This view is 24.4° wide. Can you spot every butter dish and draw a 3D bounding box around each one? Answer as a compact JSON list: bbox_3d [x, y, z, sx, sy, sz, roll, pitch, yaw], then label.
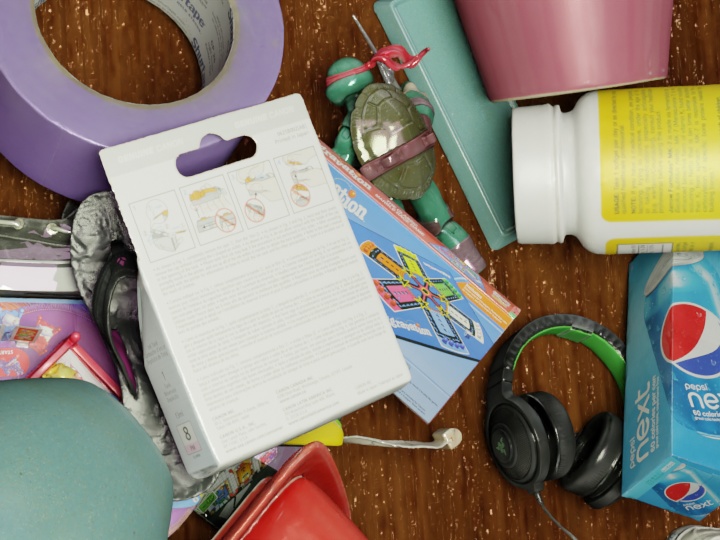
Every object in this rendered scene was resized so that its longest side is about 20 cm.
[{"bbox_3d":[-0.035,0.236,1.023,0.147,0.200,0.200,34,72,20],"label":"butter dish"}]

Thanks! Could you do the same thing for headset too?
[{"bbox_3d":[0.140,0.133,1.183,0.122,0.094,0.202,16,63,-18],"label":"headset"}]

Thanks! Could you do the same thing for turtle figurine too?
[{"bbox_3d":[0.009,-0.073,1.142,0.149,0.101,0.202,-26,95,-22],"label":"turtle figurine"}]

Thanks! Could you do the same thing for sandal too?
[{"bbox_3d":[-0.129,0.044,1.039,0.075,0.048,0.202,-17,88,-6],"label":"sandal"}]

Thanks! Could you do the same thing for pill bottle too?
[{"bbox_3d":[0.205,-0.069,1.148,0.198,0.114,0.116,-2,83,7],"label":"pill bottle"}]

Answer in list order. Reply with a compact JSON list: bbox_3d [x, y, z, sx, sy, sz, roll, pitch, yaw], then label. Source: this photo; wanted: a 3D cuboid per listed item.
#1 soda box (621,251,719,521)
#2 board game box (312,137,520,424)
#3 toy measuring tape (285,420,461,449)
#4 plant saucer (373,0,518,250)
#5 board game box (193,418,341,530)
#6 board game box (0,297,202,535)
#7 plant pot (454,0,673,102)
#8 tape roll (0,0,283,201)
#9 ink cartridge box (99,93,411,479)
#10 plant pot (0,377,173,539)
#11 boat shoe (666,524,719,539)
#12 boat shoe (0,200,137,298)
[{"bbox_3d":[0.229,0.067,1.167,0.064,0.068,0.202,19,52,-14],"label":"soda box"},{"bbox_3d":[0.000,0.000,1.104,0.200,0.103,0.019,41,29,6],"label":"board game box"},{"bbox_3d":[-0.025,0.083,1.109,0.198,0.073,0.074,4,82,-21],"label":"toy measuring tape"},{"bbox_3d":[0.083,-0.119,1.214,0.069,0.019,0.201,-27,92,-18],"label":"plant saucer"},{"bbox_3d":[-0.060,0.080,1.142,0.105,0.023,0.201,39,75,-7],"label":"board game box"},{"bbox_3d":[-0.180,0.092,1.062,0.198,0.039,0.160,2,75,-20],"label":"board game box"},{"bbox_3d":[0.140,-0.215,1.158,0.198,0.200,0.181,-10,97,-18],"label":"plant pot"},{"bbox_3d":[-0.155,-0.149,1.086,0.198,0.085,0.202,8,66,-19],"label":"tape roll"},{"bbox_3d":[-0.070,0.007,1.039,0.162,0.057,0.202,-20,84,-37],"label":"ink cartridge box"},{"bbox_3d":[-0.186,0.141,0.960,0.135,0.200,0.201,-41,95,-29],"label":"plant pot"},{"bbox_3d":[0.321,0.229,1.214,0.198,0.070,0.072,19,78,-13],"label":"boat shoe"},{"bbox_3d":[-0.181,-0.015,1.093,0.198,0.071,0.064,1,84,-15],"label":"boat shoe"}]
